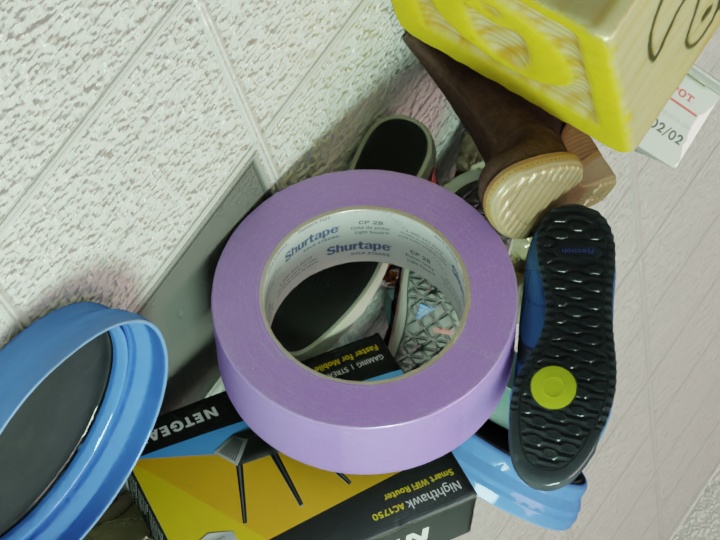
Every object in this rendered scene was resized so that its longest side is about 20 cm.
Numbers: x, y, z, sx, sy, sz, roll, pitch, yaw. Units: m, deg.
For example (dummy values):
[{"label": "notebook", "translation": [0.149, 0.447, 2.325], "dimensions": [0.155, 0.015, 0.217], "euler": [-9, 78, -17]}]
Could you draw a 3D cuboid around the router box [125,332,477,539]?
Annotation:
[{"label": "router box", "translation": [-0.044, 0.141, 1.463], "dimensions": [0.200, 0.149, 0.051], "euler": [-21, 147, -18]}]

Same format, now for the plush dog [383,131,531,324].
[{"label": "plush dog", "translation": [0.106, -0.053, 1.713], "dimensions": [0.200, 0.160, 0.172], "euler": [-174, -78, -77]}]

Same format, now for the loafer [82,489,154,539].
[{"label": "loafer", "translation": [-0.154, 0.195, 1.505], "dimensions": [0.200, 0.067, 0.076], "euler": [-25, 142, -57]}]

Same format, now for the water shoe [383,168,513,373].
[{"label": "water shoe", "translation": [0.051, 0.013, 1.581], "dimensions": [0.079, 0.071, 0.200], "euler": [-115, -136, -69]}]

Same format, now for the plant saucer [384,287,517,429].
[{"label": "plant saucer", "translation": [0.096, 0.082, 1.747], "dimensions": [0.036, 0.200, 0.200], "euler": [-57, 161, 8]}]

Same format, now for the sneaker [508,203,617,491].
[{"label": "sneaker", "translation": [0.133, 0.058, 1.442], "dimensions": [0.078, 0.066, 0.200], "euler": [94, 4, -64]}]

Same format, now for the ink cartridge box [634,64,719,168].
[{"label": "ink cartridge box", "translation": [0.182, -0.139, 1.608], "dimensions": [0.068, 0.115, 0.200], "euler": [-59, -159, 2]}]

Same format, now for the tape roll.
[{"label": "tape roll", "translation": [0.003, 0.032, 1.445], "dimensions": [0.200, 0.200, 0.066], "euler": [-49, 159, -25]}]

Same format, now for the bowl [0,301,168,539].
[{"label": "bowl", "translation": [-0.193, 0.107, 1.323], "dimensions": [0.201, 0.039, 0.201], "euler": [-49, 158, -27]}]

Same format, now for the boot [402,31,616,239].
[{"label": "boot", "translation": [0.083, -0.103, 1.502], "dimensions": [0.072, 0.166, 0.200], "euler": [-50, 165, 19]}]

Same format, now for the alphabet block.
[{"label": "alphabet block", "translation": [0.140, -0.229, 1.405], "dimensions": [0.200, 0.196, 0.195], "euler": [-55, 159, -9]}]

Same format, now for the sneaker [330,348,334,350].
[{"label": "sneaker", "translation": [-0.034, 0.169, 1.687], "dimensions": [0.200, 0.115, 0.074], "euler": [-58, 159, -6]}]

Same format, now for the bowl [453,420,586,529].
[{"label": "bowl", "translation": [0.093, 0.134, 1.744], "dimensions": [0.039, 0.200, 0.201], "euler": [-58, 161, 8]}]

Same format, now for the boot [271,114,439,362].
[{"label": "boot", "translation": [0.000, 0.000, 1.593], "dimensions": [0.200, 0.072, 0.144], "euler": [-57, 162, -15]}]
